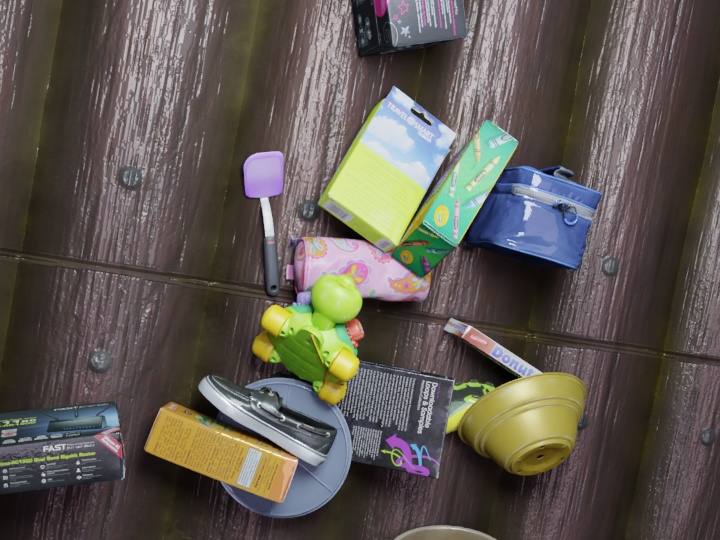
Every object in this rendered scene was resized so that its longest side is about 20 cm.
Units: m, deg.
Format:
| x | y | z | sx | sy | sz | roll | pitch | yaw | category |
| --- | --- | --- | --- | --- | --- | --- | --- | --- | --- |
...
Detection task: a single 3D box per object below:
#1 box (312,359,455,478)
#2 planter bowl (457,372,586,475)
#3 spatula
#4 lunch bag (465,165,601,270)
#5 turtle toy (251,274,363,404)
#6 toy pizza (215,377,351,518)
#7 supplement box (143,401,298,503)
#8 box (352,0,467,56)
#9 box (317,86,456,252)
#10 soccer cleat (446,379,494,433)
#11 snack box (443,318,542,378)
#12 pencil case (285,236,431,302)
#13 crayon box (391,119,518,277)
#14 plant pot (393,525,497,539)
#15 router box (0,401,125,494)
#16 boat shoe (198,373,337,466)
| x | y | z | sx | sy | sz | roll | pitch | yaw | category |
| --- | --- | --- | --- | --- | --- | --- | --- | --- | --- |
| 0.026 | 0.205 | 1.346 | 0.199 | 0.036 | 0.144 | 11 | 94 | 8 | box |
| 0.248 | 0.240 | 1.375 | 0.200 | 0.084 | 0.201 | -10 | 141 | -8 | planter bowl |
| -0.129 | -0.063 | 1.312 | 0.056 | 0.021 | 0.201 | -6 | 99 | -18 | spatula |
| 0.245 | -0.082 | 1.332 | 0.135 | 0.200 | 0.133 | 17 | 89 | -13 | lunch bag |
| -0.053 | 0.081 | 1.260 | 0.146 | 0.200 | 0.101 | 33 | 55 | 5 | turtle toy |
| -0.111 | 0.248 | 1.331 | 0.199 | 0.032 | 0.201 | 0 | 96 | 4 | toy pizza |
| -0.185 | 0.245 | 1.281 | 0.199 | 0.067 | 0.069 | 19 | 90 | -1 | supplement box |
| 0.057 | -0.400 | 1.270 | 0.114 | 0.132 | 0.201 | -11 | 100 | -19 | box |
| 0.039 | -0.141 | 1.311 | 0.122 | 0.048 | 0.200 | 35 | 65 | -13 | box |
| 0.142 | 0.213 | 1.417 | 0.199 | 0.065 | 0.084 | 2 | 119 | -20 | soccer cleat |
| 0.220 | 0.134 | 1.417 | 0.200 | 0.072 | 0.024 | 33 | 87 | -18 | snack box |
| 0.000 | 0.000 | 1.328 | 0.199 | 0.087 | 0.088 | 2 | 96 | -18 | pencil case |
| 0.129 | -0.098 | 1.298 | 0.058 | 0.119 | 0.200 | 35 | 62 | -3 | crayon box |
| 0.128 | 0.508 | 1.386 | 0.200 | 0.200 | 0.184 | -2 | 108 | -17 | plant pot |
| -0.401 | 0.222 | 1.195 | 0.199 | 0.150 | 0.062 | -4 | 98 | -17 | router box |
| -0.123 | 0.190 | 1.280 | 0.200 | 0.069 | 0.057 | 33 | 93 | -6 | boat shoe |
